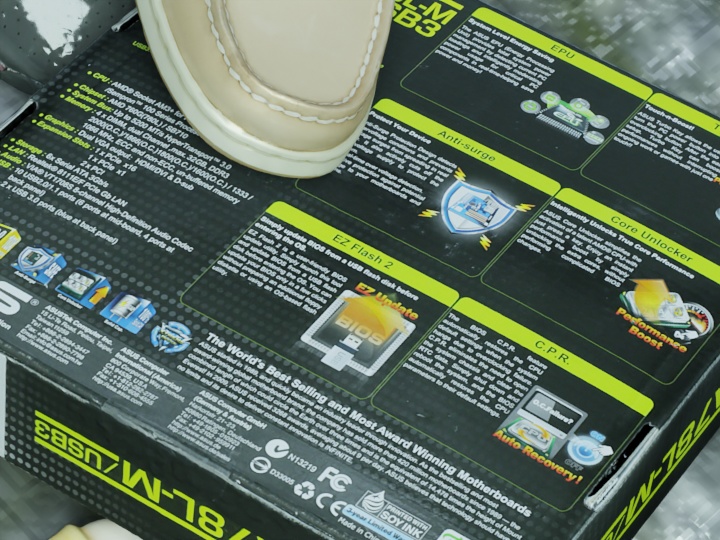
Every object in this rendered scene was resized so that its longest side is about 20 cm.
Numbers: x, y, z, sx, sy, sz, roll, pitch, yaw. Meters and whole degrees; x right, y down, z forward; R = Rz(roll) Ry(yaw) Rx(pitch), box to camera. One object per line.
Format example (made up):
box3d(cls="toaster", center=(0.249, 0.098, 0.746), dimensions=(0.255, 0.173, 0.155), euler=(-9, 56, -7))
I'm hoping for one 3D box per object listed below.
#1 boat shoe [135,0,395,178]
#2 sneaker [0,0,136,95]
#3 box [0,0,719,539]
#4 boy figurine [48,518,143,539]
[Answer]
box3d(cls="boat shoe", center=(-0.016, -0.122, 0.769), dimensions=(0.074, 0.069, 0.200), euler=(12, 57, -23))
box3d(cls="sneaker", center=(-0.091, -0.144, 0.781), dimensions=(0.076, 0.115, 0.200), euler=(-15, 97, -16))
box3d(cls="box", center=(0.000, 0.000, 0.758), dimensions=(0.200, 0.048, 0.193), euler=(27, 46, 19))
box3d(cls="boy figurine", center=(-0.058, 0.114, 0.714), dimensions=(0.200, 0.064, 0.125), euler=(-8, 63, -17))
